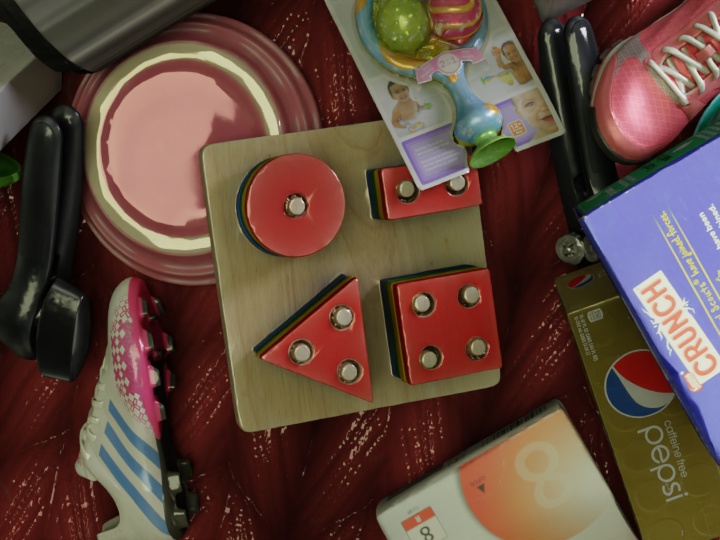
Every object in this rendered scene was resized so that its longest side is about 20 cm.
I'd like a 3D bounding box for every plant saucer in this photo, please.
[{"bbox_3d":[-0.126,-0.089,0.938,0.197,0.051,0.204,0,93,6],"label":"plant saucer"}]

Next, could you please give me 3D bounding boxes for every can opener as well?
[{"bbox_3d":[-0.223,-0.021,0.920,0.077,0.063,0.203,11,111,5],"label":"can opener"},{"bbox_3d":[0.160,-0.079,0.900,0.078,0.063,0.203,-27,104,-36],"label":"can opener"}]

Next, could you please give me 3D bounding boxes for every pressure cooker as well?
[{"bbox_3d":[-0.158,-0.251,0.867,0.198,0.178,0.178,-27,80,12],"label":"pressure cooker"}]

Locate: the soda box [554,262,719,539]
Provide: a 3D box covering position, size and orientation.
[{"bbox_3d":[0.198,0.093,0.881,0.067,0.064,0.202,-19,110,7],"label":"soda box"}]

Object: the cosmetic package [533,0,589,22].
[{"bbox_3d":[0.188,-0.266,0.816,0.197,0.199,0.125,-23,92,7],"label":"cosmetic package"}]

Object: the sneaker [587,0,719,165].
[{"bbox_3d":[0.226,-0.153,0.842,0.074,0.087,0.200,46,71,-5],"label":"sneaker"}]

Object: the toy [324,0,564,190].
[{"bbox_3d":[0.051,-0.166,0.874,0.114,0.047,0.202,-21,76,-12],"label":"toy"}]

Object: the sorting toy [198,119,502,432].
[{"bbox_3d":[0.000,0.000,0.888,0.196,0.070,0.204,-9,95,-13],"label":"sorting toy"}]

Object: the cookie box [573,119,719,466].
[{"bbox_3d":[0.252,-0.012,0.754,0.198,0.075,0.173,-30,91,8],"label":"cookie box"}]

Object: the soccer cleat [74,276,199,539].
[{"bbox_3d":[-0.178,0.109,0.947,0.085,0.070,0.204,-8,93,6],"label":"soccer cleat"}]

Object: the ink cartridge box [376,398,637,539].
[{"bbox_3d":[0.126,0.221,0.933,0.161,0.050,0.202,-31,87,8],"label":"ink cartridge box"}]

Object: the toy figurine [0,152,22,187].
[{"bbox_3d":[-0.355,-0.003,0.942,0.198,0.150,0.187,19,106,26],"label":"toy figurine"}]

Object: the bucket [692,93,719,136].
[{"bbox_3d":[0.316,-0.057,0.849,0.203,0.135,0.211,0,94,5],"label":"bucket"}]

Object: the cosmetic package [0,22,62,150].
[{"bbox_3d":[-0.281,-0.115,0.879,0.081,0.201,0.051,14,122,4],"label":"cosmetic package"}]
